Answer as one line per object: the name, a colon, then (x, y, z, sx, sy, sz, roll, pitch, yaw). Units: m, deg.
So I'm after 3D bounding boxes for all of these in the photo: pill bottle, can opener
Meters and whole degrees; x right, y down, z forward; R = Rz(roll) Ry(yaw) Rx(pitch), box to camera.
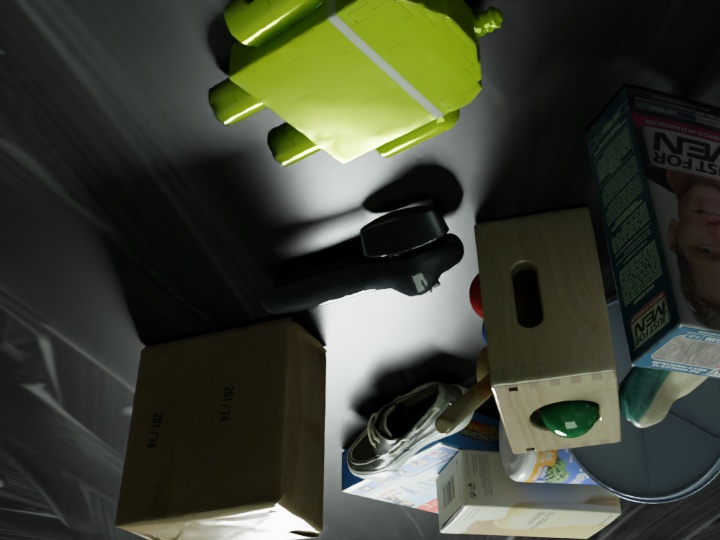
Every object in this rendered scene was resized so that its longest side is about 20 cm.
pill bottle: (0.269, 0.190, 1.124, 0.198, 0.113, 0.112, 4, 148, -9)
can opener: (0.000, 0.000, 0.872, 0.199, 0.079, 0.063, -19, -177, 30)

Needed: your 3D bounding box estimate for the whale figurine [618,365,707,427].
whale figurine: (0.270, 0.035, 0.828, 0.104, 0.201, 0.159, 36, -176, 8)

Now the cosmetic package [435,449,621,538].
cosmetic package: (0.201, 0.274, 1.186, 0.198, 0.072, 0.105, 5, 146, -12)

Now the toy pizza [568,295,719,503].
toy pizza: (0.276, 0.121, 0.944, 0.032, 0.201, 0.200, 6, 152, -46)

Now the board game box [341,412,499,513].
board game box: (0.110, 0.249, 1.263, 0.195, 0.056, 0.200, 21, 142, -32)

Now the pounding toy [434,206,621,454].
pounding toy: (0.144, 0.071, 0.845, 0.141, 0.201, 0.184, -9, 147, 12)

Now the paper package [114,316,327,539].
paper package: (-0.135, 0.168, 0.987, 0.189, 0.201, 0.104, -12, 146, 17)

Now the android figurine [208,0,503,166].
android figurine: (-0.002, -0.137, 0.656, 0.199, 0.041, 0.182, -25, 141, 33)

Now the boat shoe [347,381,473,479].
boat shoe: (0.042, 0.183, 1.149, 0.063, 0.071, 0.200, 23, 132, -35)

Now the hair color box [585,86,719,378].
hair color box: (0.230, -0.028, 0.691, 0.099, 0.201, 0.061, 9, 147, -18)
